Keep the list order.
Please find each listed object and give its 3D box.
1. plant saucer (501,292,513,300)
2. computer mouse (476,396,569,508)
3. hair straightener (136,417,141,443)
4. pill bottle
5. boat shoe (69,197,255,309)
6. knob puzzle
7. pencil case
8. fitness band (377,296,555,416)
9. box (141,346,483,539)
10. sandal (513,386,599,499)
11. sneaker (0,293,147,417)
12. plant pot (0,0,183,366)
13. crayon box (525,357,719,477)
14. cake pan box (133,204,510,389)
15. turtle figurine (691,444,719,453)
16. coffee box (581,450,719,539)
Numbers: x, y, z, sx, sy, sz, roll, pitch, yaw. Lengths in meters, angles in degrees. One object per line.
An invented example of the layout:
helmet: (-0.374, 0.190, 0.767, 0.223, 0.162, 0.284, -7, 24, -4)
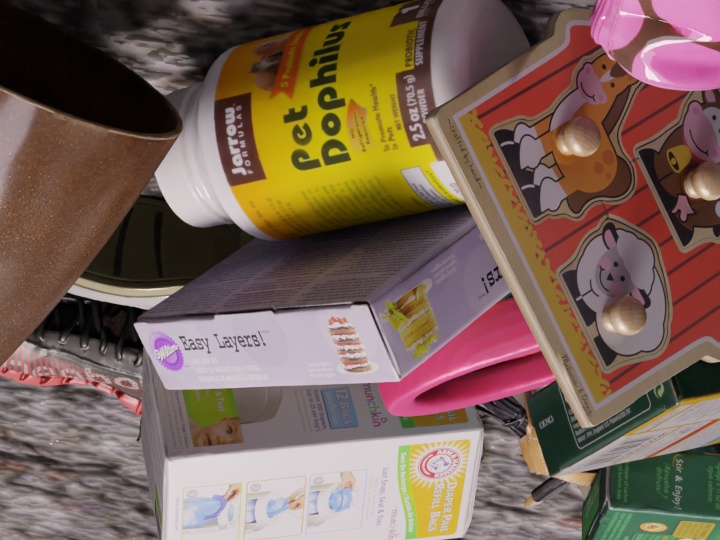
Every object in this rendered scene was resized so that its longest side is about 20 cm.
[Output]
plant saucer: (0.104, 0.012, 1.358, 0.199, 0.036, 0.200, -7, 164, -2)
computer mouse: (0.065, 0.133, 1.606, 0.140, 0.046, 0.200, 28, 133, -21)
hair straightener: (-0.076, 0.101, 1.591, 0.199, 0.041, 0.077, -18, 139, 36)
pill bottle: (-0.010, -0.078, 1.219, 0.199, 0.110, 0.109, -11, 143, 29)
boat shoe: (-0.103, 0.004, 1.410, 0.199, 0.075, 0.069, 5, 143, 6)
knob puzzle: (0.150, -0.044, 1.164, 0.219, 0.221, 0.030, 26, 160, -25)
pencil case: (0.156, -0.164, 1.058, 0.093, 0.091, 0.200, -22, 150, -16)
fitness band: (0.105, 0.036, 1.251, 0.199, 0.038, 0.144, -19, 170, 9)
box: (-0.033, 0.106, 1.450, 0.199, 0.113, 0.102, -4, 132, -11)
sandal: (0.131, 0.114, 1.433, 0.081, 0.055, 0.200, 16, 154, 35)
sneaker: (-0.169, 0.042, 1.493, 0.199, 0.071, 0.098, 19, 148, -20)
plant pot: (-0.219, -0.028, 1.200, 0.186, 0.187, 0.201, 23, 105, -21)
crayon box: (0.208, 0.059, 1.280, 0.199, 0.052, 0.126, -6, 161, -34)
cake pan box: (0.000, 0.000, 1.248, 0.199, 0.184, 0.053, -6, 111, 45)
turtle figurine: (0.257, 0.098, 1.450, 0.149, 0.101, 0.199, 36, 148, -30)
coffee box: (0.238, 0.149, 1.374, 0.198, 0.044, 0.123, 5, 158, 0)
